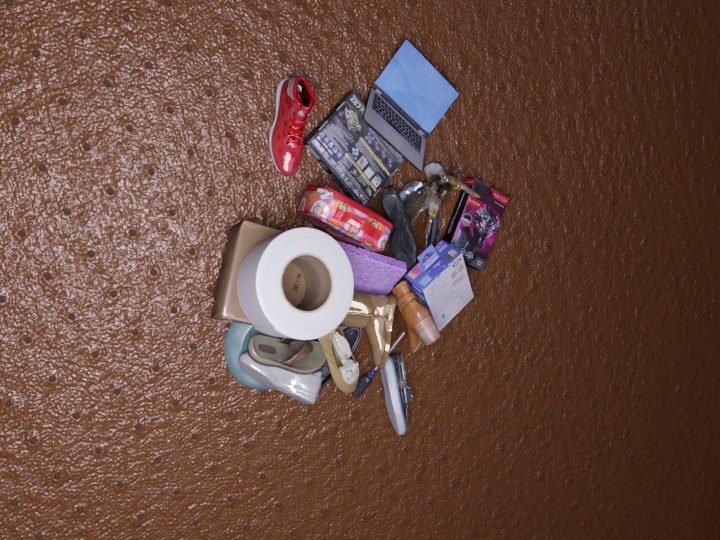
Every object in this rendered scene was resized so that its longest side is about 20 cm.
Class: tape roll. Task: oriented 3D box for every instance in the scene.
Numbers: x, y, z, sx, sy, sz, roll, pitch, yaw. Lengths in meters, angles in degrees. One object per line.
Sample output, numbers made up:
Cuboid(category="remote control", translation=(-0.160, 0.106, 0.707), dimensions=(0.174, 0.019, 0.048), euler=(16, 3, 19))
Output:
Cuboid(category="tape roll", translation=(-0.127, 0.028, 1.095), dimensions=(0.197, 0.138, 0.210), euler=(2, 85, -28))

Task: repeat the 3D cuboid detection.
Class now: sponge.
Cuboid(category="sponge", translation=(0.000, 0.000, 1.303), dimensions=(0.195, 0.030, 0.112), euler=(17, 134, -25))

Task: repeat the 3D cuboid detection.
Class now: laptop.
Cuboid(category="laptop", translation=(0.119, -0.372, 1.286), dimensions=(0.186, 0.115, 0.204), euler=(36, 44, -24))

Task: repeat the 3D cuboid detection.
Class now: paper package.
Cuboid(category="paper package", translation=(-0.198, 0.020, 1.192), dimensions=(0.186, 0.103, 0.206), euler=(15, 79, -27))

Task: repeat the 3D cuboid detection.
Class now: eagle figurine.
Cuboid(category="eagle figurine", translation=(0.160, -0.148, 1.353), dimensions=(0.152, 0.150, 0.201), euler=(46, 119, 14))

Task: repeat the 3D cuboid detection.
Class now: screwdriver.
Cuboid(category="screwdriver", translation=(0.044, 0.226, 1.363), dimensions=(0.028, 0.029, 0.202), euler=(40, 104, 11))

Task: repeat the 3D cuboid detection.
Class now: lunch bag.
Cuboid(category="lunch bag", translation=(-0.031, -0.110, 1.227), dimensions=(0.197, 0.175, 0.084), euler=(27, 88, -25))

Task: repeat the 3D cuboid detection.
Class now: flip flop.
Cuboid(category="flip flop", translation=(-0.147, 0.168, 1.207), dimensions=(0.196, 0.083, 0.057), euler=(18, 134, -37))

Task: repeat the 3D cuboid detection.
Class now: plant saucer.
Cuboid(category="plant saucer", translation=(-0.204, 0.173, 1.269), dimensions=(0.194, 0.036, 0.207), euler=(-4, 100, -23))

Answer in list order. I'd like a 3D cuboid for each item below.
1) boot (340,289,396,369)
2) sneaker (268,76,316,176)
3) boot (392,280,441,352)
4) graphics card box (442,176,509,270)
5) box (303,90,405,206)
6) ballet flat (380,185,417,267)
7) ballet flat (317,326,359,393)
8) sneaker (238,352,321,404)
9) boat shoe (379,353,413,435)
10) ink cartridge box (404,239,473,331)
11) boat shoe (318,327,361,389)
Cuboid(category="boot", translation=(-0.025, 0.123, 1.295), dimensions=(0.193, 0.066, 0.181), euler=(8, 87, -2))
Cuboid(category="sneaker", translation=(-0.142, -0.301, 1.181), dimensions=(0.076, 0.115, 0.207), euler=(-4, 100, -23))
Cuboid(category="boot", translation=(0.123, 0.106, 1.357), dimensions=(0.073, 0.200, 0.157), euler=(-30, 82, -15))
Cuboid(category="graphics card box", translation=(0.288, -0.117, 1.441), dimensions=(0.123, 0.051, 0.205), euler=(23, 89, -26))
Cuboid(category="box", translation=(-0.011, -0.271, 1.283), dimensions=(0.162, 0.049, 0.200), euler=(-48, 113, -9))
Cuboid(category="ballet flat", translation=(0.092, -0.098, 1.289), dimensions=(0.064, 0.057, 0.204), euler=(-6, 121, 17))
Cuboid(category="ballet flat", translation=(-0.040, 0.199, 1.253), dimensions=(0.069, 0.062, 0.203), euler=(-46, 124, -35))
Cuboid(category="sneaker", translation=(-0.172, 0.213, 1.242), dimensions=(0.197, 0.075, 0.090), euler=(32, 64, -22))
Cuboid(category="boat shoe", translation=(0.099, 0.306, 1.406), dimensions=(0.069, 0.072, 0.206), euler=(-13, 101, -17))
Cuboid(category="ink cartridge box", translation=(0.189, 0.028, 1.364), dimensions=(0.136, 0.076, 0.202), euler=(-41, 138, -15))
Cuboid(category="boat shoe", translation=(-0.064, 0.205, 1.321), dimensions=(0.200, 0.066, 0.070), euler=(-43, 112, -12))
